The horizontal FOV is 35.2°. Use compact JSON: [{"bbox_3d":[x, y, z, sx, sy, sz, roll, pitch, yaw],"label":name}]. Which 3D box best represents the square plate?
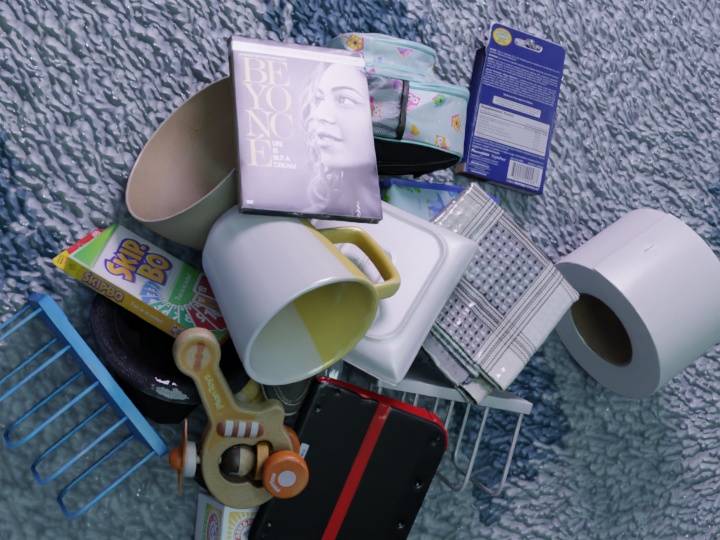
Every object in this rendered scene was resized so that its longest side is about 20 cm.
[{"bbox_3d":[0.000,0.000,1.231,0.198,0.028,0.200,26,62,13],"label":"square plate"}]

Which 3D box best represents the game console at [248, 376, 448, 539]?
[{"bbox_3d":[-0.009,0.229,1.234,0.176,0.031,0.201,21,94,-19],"label":"game console"}]

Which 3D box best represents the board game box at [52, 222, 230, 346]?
[{"bbox_3d":[-0.221,0.014,1.212,0.199,0.030,0.096,28,32,8],"label":"board game box"}]

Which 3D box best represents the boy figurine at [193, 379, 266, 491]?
[{"bbox_3d":[-0.112,0.156,1.254,0.200,0.064,0.125,-53,149,-28],"label":"boy figurine"}]

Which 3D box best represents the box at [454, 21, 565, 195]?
[{"bbox_3d":[0.196,-0.208,1.469,0.121,0.032,0.201,14,84,-23],"label":"box"}]

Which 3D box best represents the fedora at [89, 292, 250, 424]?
[{"bbox_3d":[-0.208,0.093,1.220,0.200,0.201,0.092,8,127,-23],"label":"fedora"}]

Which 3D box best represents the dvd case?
[{"bbox_3d":[-0.057,-0.144,1.151,0.148,0.016,0.201,4,64,-21],"label":"dvd case"}]

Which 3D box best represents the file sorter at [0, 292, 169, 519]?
[{"bbox_3d":[-0.316,0.139,1.176,0.123,0.139,0.200,-39,103,-16],"label":"file sorter"}]

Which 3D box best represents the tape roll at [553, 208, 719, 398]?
[{"bbox_3d":[0.350,0.041,1.436,0.139,0.203,0.203,-32,100,-22],"label":"tape roll"}]

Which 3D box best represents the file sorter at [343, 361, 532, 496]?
[{"bbox_3d":[0.071,0.181,1.337,0.199,0.139,0.125,12,95,-23],"label":"file sorter"}]

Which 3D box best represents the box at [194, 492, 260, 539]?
[{"bbox_3d":[-0.125,0.353,1.268,0.112,0.101,0.201,7,85,-24],"label":"box"}]

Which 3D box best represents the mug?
[{"bbox_3d":[-0.073,0.013,1.148,0.149,0.153,0.186,-48,147,17],"label":"mug"}]

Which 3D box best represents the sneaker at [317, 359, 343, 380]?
[{"bbox_3d":[-0.058,0.074,1.333,0.070,0.073,0.201,7,76,-14],"label":"sneaker"}]

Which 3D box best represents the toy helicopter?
[{"bbox_3d":[-0.142,0.150,1.121,0.132,0.079,0.201,-22,111,-4],"label":"toy helicopter"}]

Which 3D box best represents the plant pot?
[{"bbox_3d":[-0.139,-0.095,1.246,0.134,0.200,0.201,45,71,-37],"label":"plant pot"}]

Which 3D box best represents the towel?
[{"bbox_3d":[0.132,0.025,1.285,0.193,0.035,0.200,47,67,-5],"label":"towel"}]

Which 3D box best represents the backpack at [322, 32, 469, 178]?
[{"bbox_3d":[0.025,-0.185,1.314,0.199,0.176,0.154,15,81,-18],"label":"backpack"}]

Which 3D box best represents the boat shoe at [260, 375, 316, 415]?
[{"bbox_3d":[-0.065,0.058,1.235,0.067,0.057,0.201,22,53,-17],"label":"boat shoe"}]

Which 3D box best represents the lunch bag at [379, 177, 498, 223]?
[{"bbox_3d":[0.091,-0.014,1.371,0.199,0.127,0.171,5,81,-35],"label":"lunch bag"}]
